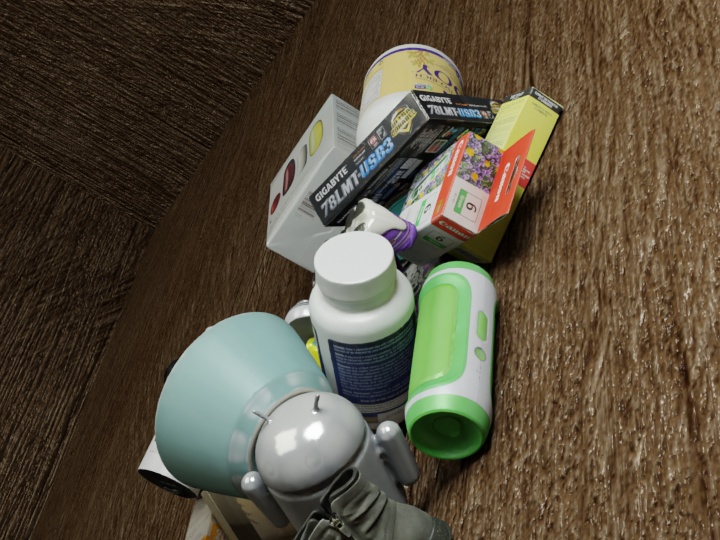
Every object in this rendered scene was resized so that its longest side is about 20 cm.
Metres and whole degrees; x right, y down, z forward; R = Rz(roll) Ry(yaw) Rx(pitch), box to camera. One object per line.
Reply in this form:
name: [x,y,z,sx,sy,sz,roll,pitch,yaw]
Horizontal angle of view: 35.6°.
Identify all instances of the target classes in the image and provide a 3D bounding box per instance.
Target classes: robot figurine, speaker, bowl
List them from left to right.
speaker: [-0.195,0.174,1.374,0.081,0.081,0.201,-28,34,61]
bowl: [-0.101,0.155,1.158,0.105,0.200,0.202,25,85,43]
robot figurine: [-0.029,0.199,1.079,0.168,0.201,0.113,-22,30,10]
speaker: [0.092,0.085,1.106,0.088,0.088,0.201,-46,22,39]

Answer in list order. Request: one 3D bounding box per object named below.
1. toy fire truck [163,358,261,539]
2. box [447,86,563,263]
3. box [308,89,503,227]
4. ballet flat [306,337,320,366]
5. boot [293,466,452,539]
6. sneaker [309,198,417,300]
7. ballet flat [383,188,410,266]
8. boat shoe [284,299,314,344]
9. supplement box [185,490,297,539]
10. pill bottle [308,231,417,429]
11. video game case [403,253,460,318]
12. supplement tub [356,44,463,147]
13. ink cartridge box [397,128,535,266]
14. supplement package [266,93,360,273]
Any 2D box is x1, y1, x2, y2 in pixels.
toy fire truck: [-0.131,0.206,1.302,0.128,0.175,0.202,10,100,51]
box: [0.158,-0.107,1.281,0.201,0.050,0.075,-64,17,-11]
box: [0.066,-0.130,1.351,0.200,0.198,0.050,-44,68,33]
ballet flat: [-0.065,0.142,1.423,0.067,0.067,0.200,-61,-1,-36]
boot: [-0.016,0.284,1.015,0.201,0.130,0.068,-62,17,-2]
sneaker: [0.000,0.000,1.255,0.200,0.083,0.081,135,149,-54]
ballet flat: [0.027,-0.021,1.375,0.201,0.067,0.062,-57,7,13]
boat shoe: [-0.051,0.069,1.421,0.069,0.200,0.067,-12,66,12]
supplement box: [-0.131,0.286,1.355,0.074,0.125,0.201,-48,22,37]
pill bottle: [0.006,0.062,1.180,0.112,0.110,0.201,-80,-15,-49]
video game case: [0.058,0.029,1.374,0.182,0.036,0.201,-52,19,28]
supplement tub: [0.069,-0.202,1.527,0.146,0.145,0.201,-49,21,33]
ink cartridge box: [0.106,-0.085,1.215,0.200,0.050,0.110,-34,32,62]
supplement package: [-0.033,-0.121,1.690,0.192,0.146,0.201,-53,19,23]
